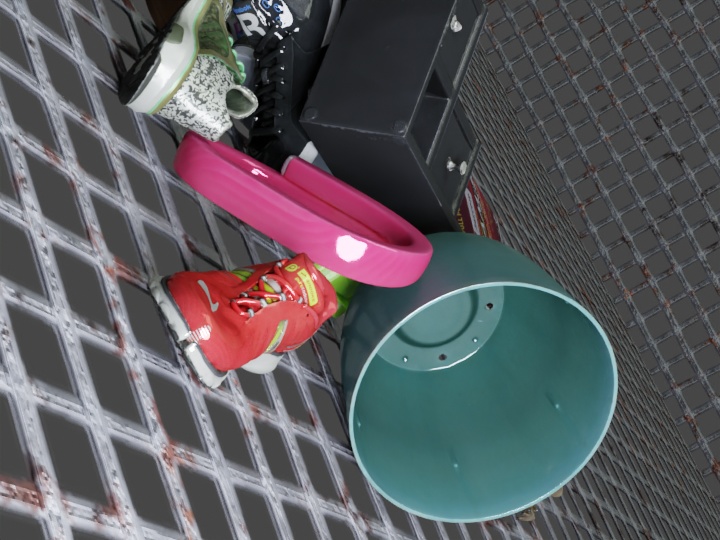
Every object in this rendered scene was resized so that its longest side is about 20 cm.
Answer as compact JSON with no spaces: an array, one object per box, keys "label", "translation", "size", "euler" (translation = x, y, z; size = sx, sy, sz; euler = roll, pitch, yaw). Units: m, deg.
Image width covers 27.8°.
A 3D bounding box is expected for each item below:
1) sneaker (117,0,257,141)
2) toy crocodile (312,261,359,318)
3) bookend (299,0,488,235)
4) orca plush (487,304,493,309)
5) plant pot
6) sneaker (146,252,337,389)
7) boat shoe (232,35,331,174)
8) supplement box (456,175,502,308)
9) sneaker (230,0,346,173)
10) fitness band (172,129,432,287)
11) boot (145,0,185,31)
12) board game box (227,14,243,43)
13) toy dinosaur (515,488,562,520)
[{"label":"sneaker","translation":[-0.115,-0.146,1.071],"size":[0.089,0.077,0.200],"euler":[41,26,-15]},{"label":"toy crocodile","translation":[0.000,0.000,1.226],"size":[0.062,0.067,0.200],"euler":[56,10,15]},{"label":"bookend","translation":[0.053,-0.148,1.196],"size":[0.199,0.092,0.200],"euler":[-69,154,-21]},{"label":"orca plush","translation":[0.088,0.051,1.419],"size":[0.200,0.105,0.071],"euler":[94,12,-73]},{"label":"plant pot","translation":[0.075,0.063,1.110],"size":[0.201,0.200,0.161],"euler":[52,7,-28]},{"label":"sneaker","translation":[-0.066,0.018,0.905],"size":[0.077,0.085,0.200],"euler":[60,13,6]},{"label":"boat shoe","translation":[-0.052,-0.118,1.270],"size":[0.199,0.074,0.068],"euler":[47,31,-13]},{"label":"supplement box","translation":[0.101,-0.036,1.465],"size":[0.200,0.061,0.109],"euler":[49,27,-62]},{"label":"sneaker","translation":[-0.073,-0.159,1.163],"size":[0.112,0.073,0.201],"euler":[39,63,-32]},{"label":"fitness band","translation":[-0.040,-0.046,1.033],"size":[0.200,0.038,0.144],"euler":[30,12,20]},{"label":"boot","translation":[-0.139,-0.251,1.256],"size":[0.146,0.070,0.201],"euler":[67,17,-75]},{"label":"board game box","translation":[-0.056,-0.171,1.444],"size":[0.200,0.034,0.135],"euler":[45,21,-48]},{"label":"toy dinosaur","translation":[0.158,0.187,1.423],"size":[0.200,0.058,0.101],"euler":[44,19,-48]}]
